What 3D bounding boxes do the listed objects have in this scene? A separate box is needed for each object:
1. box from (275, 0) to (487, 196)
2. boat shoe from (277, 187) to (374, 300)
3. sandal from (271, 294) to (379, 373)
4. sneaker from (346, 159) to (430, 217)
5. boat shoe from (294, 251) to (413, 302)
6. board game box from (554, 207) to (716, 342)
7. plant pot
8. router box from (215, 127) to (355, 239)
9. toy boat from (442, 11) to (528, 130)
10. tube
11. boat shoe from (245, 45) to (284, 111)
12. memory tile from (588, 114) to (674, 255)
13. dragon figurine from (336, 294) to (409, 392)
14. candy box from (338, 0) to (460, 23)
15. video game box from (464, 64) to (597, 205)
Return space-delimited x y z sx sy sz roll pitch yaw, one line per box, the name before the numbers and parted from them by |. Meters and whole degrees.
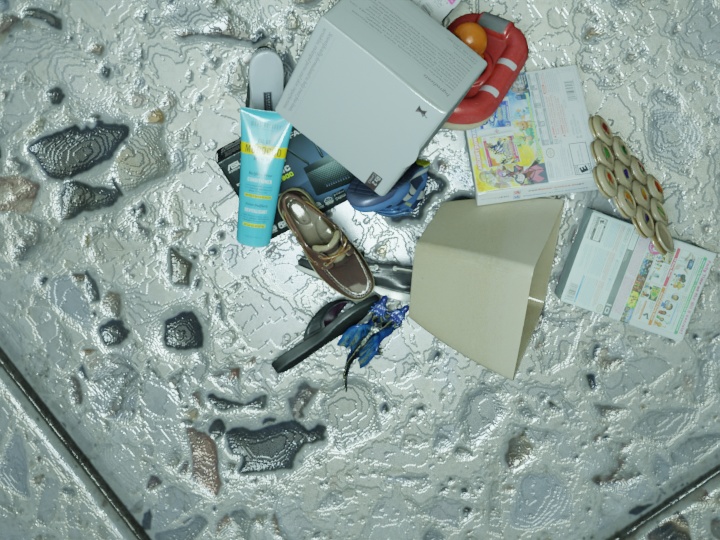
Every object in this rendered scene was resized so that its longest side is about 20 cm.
box | 0.023 -0.244 1.259 0.200 0.199 0.131 39 53 -1
boat shoe | -0.050 -0.035 1.385 0.072 0.072 0.200 -35 99 0
sandal | -0.061 0.088 1.477 0.200 0.075 0.048 -34 78 5
sneaker | 0.045 -0.110 1.392 0.074 0.200 0.083 19 117 25
boat shoe | 0.000 0.000 1.460 0.199 0.074 0.061 14 91 4
board game box | 0.420 0.006 1.454 0.199 0.064 0.148 20 98 0
plant pot | 0.177 0.004 1.381 0.177 0.200 0.200 16 128 17
router box | -0.095 -0.155 1.421 0.200 0.062 0.150 -27 118 6
toy boat | 0.155 -0.302 1.355 0.130 0.131 0.200 26 71 18
tube | -0.144 -0.134 1.365 0.077 0.050 0.201 6 112 -7
boat shoe | -0.143 -0.242 1.437 0.068 0.057 0.201 1 116 -10
memory tile | 0.394 -0.124 1.373 0.017 0.154 0.200 -26 130 35
dragon figurine | 0.006 0.109 1.452 0.059 0.099 0.200 44 110 9
candy box | 0.085 -0.427 1.340 0.200 0.168 0.072 -49 130 0
video game box | 0.246 -0.200 1.394 0.182 0.047 0.201 -6 65 1
